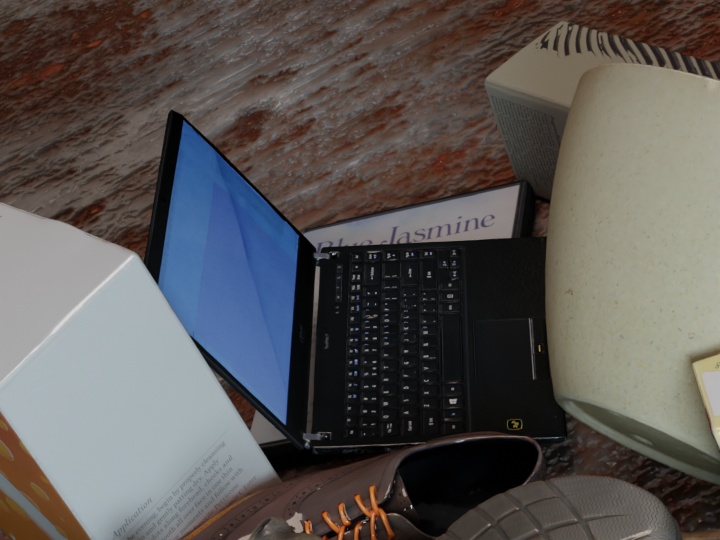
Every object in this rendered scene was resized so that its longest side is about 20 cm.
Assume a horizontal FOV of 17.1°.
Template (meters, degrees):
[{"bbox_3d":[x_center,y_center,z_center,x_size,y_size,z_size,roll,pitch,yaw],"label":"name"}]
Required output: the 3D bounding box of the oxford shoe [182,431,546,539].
[{"bbox_3d":[-0.007,0.116,1.095,0.199,0.073,0.072,-22,73,-17],"label":"oxford shoe"}]

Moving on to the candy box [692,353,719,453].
[{"bbox_3d":[0.251,0.065,1.005,0.199,0.116,0.055,-19,33,9],"label":"candy box"}]

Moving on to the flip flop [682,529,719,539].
[{"bbox_3d":[0.128,0.142,0.982,0.199,0.058,0.081,-31,9,25],"label":"flip flop"}]

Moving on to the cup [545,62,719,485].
[{"bbox_3d":[0.163,0.015,1.095,0.200,0.200,0.144,16,76,46],"label":"cup"}]

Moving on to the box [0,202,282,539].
[{"bbox_3d":[-0.126,0.082,1.143,0.097,0.201,0.124,-45,36,-22],"label":"box"}]

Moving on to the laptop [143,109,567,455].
[{"bbox_3d":[0.000,0.000,1.206,0.198,0.104,0.178,-3,35,3],"label":"laptop"}]

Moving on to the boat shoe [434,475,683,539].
[{"bbox_3d":[0.055,0.146,0.971,0.199,0.073,0.075,-28,34,33],"label":"boat shoe"}]

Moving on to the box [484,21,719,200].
[{"bbox_3d":[0.161,-0.069,1.296,0.068,0.083,0.199,-37,36,-23],"label":"box"}]

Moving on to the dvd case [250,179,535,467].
[{"bbox_3d":[0.020,0.026,1.306,0.142,0.018,0.201,-13,33,19],"label":"dvd case"}]

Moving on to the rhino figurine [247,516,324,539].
[{"bbox_3d":[-0.082,0.168,1.010,0.200,0.060,0.088,-37,35,26],"label":"rhino figurine"}]
